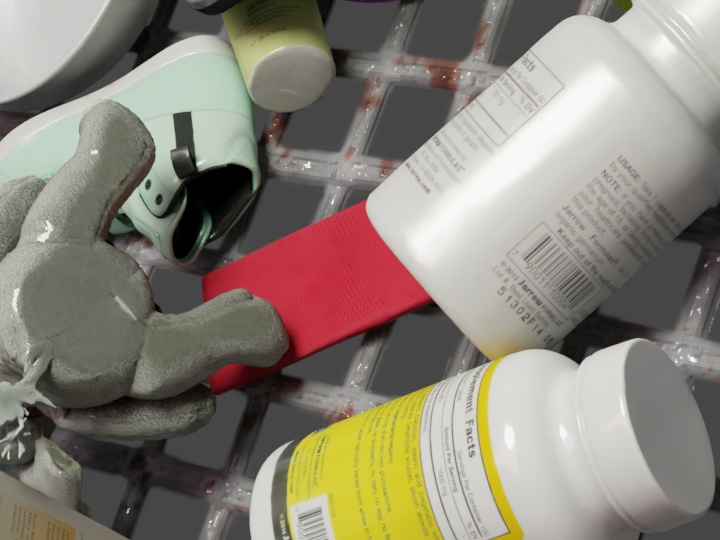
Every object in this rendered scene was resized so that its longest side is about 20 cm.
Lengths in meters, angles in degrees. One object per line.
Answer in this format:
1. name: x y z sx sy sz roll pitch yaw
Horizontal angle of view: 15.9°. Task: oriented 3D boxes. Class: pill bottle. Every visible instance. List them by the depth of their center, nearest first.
1. pill bottle: 0.057 0.104 1.195 0.199 0.112 0.113 -22 56 28
2. pill bottle: 0.110 -0.056 1.230 0.200 0.114 0.114 -42 48 5

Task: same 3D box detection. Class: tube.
1. tube: -0.062 -0.176 1.477 0.052 0.058 0.201 115 150 -41

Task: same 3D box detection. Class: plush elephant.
1. plush elephant: -0.164 0.044 1.352 0.200 0.165 0.155 -46 8 -32

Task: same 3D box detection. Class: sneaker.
1. sneaker: -0.143 -0.038 1.448 0.200 0.074 0.119 -33 44 17

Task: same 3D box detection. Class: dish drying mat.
1. dish drying mat: 0.000 0.000 1.359 0.199 0.018 0.077 -25 55 28

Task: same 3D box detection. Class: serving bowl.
1. serving bowl: -0.177 -0.184 1.553 0.199 0.066 0.201 -21 59 38

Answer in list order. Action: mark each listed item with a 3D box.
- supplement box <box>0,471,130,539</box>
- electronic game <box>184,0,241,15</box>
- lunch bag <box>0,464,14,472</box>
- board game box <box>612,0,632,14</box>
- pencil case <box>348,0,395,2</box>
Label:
1. supplement box: -0.185 0.177 1.290 0.073 0.200 0.127 -9 62 31
2. electronic game: -0.052 -0.234 1.400 0.200 0.041 0.201 -51 28 42
3. lunch bag: -0.281 0.063 1.487 0.199 0.077 0.161 -18 83 35
4. board game box: 0.151 -0.241 1.340 0.101 0.048 0.201 -28 53 24
5. pencil case: 0.015 -0.255 1.429 0.092 0.085 0.201 14 73 7
